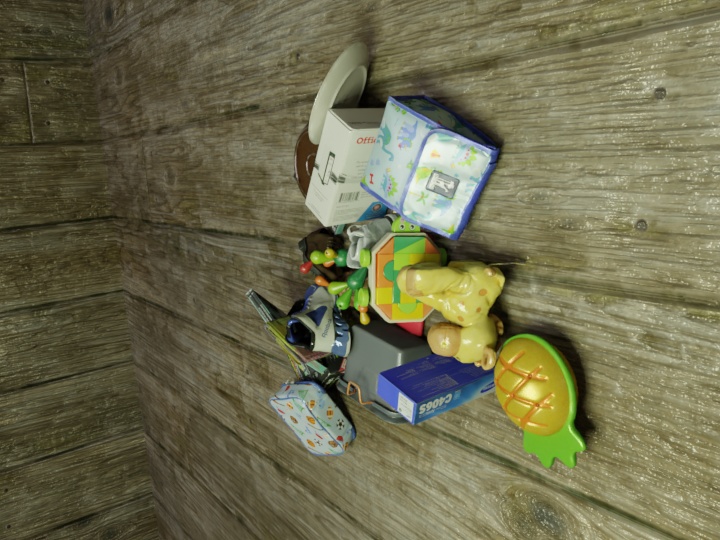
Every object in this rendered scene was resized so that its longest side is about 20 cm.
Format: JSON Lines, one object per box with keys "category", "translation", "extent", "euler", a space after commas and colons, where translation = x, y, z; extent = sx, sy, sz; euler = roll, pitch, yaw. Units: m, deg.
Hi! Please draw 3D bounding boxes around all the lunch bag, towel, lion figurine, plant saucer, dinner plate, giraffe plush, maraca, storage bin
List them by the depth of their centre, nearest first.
{"category": "maraca", "translation": [0.264, 0.191, 0.946], "extent": [0.137, 0.107, 0.201], "euler": [-26, 78, 57]}
{"category": "giraffe plush", "translation": [0.161, 0.070, 1.017], "extent": [0.199, 0.172, 0.163], "euler": [-1, 95, 22]}
{"category": "lunch bag", "translation": [0.115, -0.169, 1.050], "extent": [0.200, 0.127, 0.171], "euler": [38, 126, 26]}
{"category": "dinner plate", "translation": [-0.032, -0.317, 1.168], "extent": [0.024, 0.200, 0.201], "euler": [31, 129, 11]}
{"category": "storage bin", "translation": [0.045, 0.184, 1.228], "extent": [0.200, 0.145, 0.135], "euler": [22, 113, 51]}
{"category": "plant saucer", "translation": [-0.087, -0.217, 1.332], "extent": [0.200, 0.032, 0.201], "euler": [19, 114, 52]}
{"category": "towel", "translation": [-0.087, 0.131, 1.334], "extent": [0.143, 0.199, 0.023], "euler": [36, 125, 36]}
{"category": "lion figurine", "translation": [-0.042, 0.033, 1.371], "extent": [0.200, 0.072, 0.123], "euler": [30, 116, 52]}
{"category": "lunch bag", "translation": [-0.115, 0.339, 1.487], "extent": [0.160, 0.076, 0.200], "euler": [-15, 114, 48]}

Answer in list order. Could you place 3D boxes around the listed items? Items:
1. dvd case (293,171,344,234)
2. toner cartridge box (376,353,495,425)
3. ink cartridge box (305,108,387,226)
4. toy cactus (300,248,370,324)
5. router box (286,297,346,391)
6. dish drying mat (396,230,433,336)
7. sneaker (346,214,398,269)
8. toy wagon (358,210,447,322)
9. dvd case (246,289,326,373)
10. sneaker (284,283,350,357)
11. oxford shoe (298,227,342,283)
{"category": "dvd case", "translation": [-0.075, -0.198, 1.378], "extent": [0.200, 0.022, 0.146], "euler": [52, 138, 31]}
{"category": "toner cartridge box", "translation": [0.133, 0.180, 1.048], "extent": [0.095, 0.199, 0.043], "euler": [35, 127, 45]}
{"category": "ink cartridge box", "translation": [-0.004, -0.192, 1.182], "extent": [0.084, 0.145, 0.201], "euler": [48, 134, 36]}
{"category": "toy cactus", "translation": [0.000, 0.000, 1.236], "extent": [0.200, 0.165, 0.102], "euler": [34, 176, 4]}
{"category": "router box", "translation": [-0.115, 0.185, 1.523], "extent": [0.150, 0.062, 0.201], "euler": [-51, 59, 47]}
{"category": "dish drying mat", "translation": [0.101, 0.021, 1.207], "extent": [0.077, 0.018, 0.201], "euler": [32, 124, 47]}
{"category": "sneaker", "translation": [0.043, -0.001, 1.167], "extent": [0.075, 0.114, 0.201], "euler": [-29, 75, 54]}
{"category": "toy wagon", "translation": [0.075, -0.011, 1.111], "extent": [0.040, 0.154, 0.201], "euler": [-157, 67, -72]}
{"category": "dvd case", "translation": [-0.164, 0.134, 1.419], "extent": [0.022, 0.146, 0.200], "euler": [-43, 53, 2]}
{"category": "sneaker", "translation": [-0.099, 0.095, 1.284], "extent": [0.200, 0.115, 0.081], "euler": [-119, 39, -52]}
{"category": "oxford shoe", "translation": [-0.076, -0.035, 1.357], "extent": [0.084, 0.073, 0.200], "euler": [-40, 35, 10]}
